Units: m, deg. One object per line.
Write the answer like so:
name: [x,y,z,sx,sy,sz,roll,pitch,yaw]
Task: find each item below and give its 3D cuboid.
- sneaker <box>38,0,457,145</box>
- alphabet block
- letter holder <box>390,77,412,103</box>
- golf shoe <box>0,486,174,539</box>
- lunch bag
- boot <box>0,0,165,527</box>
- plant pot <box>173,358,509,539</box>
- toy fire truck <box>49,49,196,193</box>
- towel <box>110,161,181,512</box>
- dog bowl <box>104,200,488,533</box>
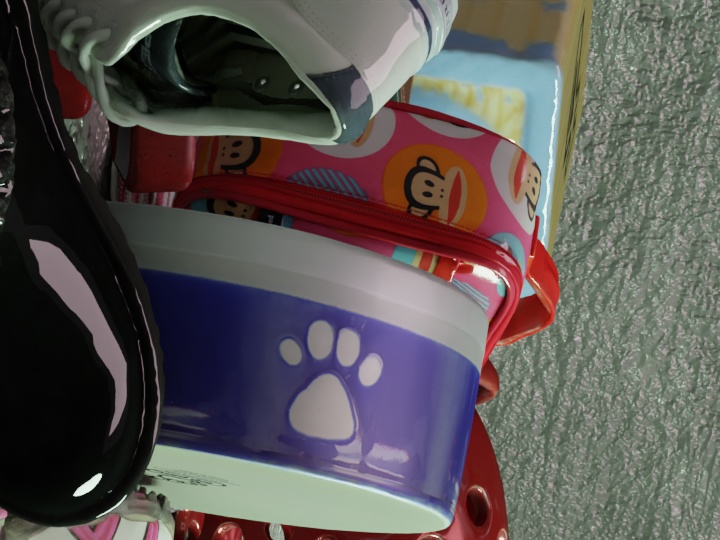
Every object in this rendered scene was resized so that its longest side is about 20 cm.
sneaker: [-0.069,-0.083,0.673,0.071,0.199,0.073,-53,136,-34]
alphabet block: [0.044,-0.124,1.362,0.201,0.194,0.197,-74,171,-47]
letter holder: [-0.018,-0.193,1.137,0.200,0.100,0.143,86,13,-57]
golf shoe: [-0.126,0.117,0.739,0.200,0.072,0.093,5,81,-67]
lunch bag: [0.000,0.000,0.943,0.200,0.175,0.082,112,-10,-62]
boot: [-0.124,-0.005,0.596,0.158,0.079,0.212,-72,145,-74]
plant pot: [-0.011,0.127,1.220,0.200,0.199,0.184,67,26,-74]
toy fire truck: [-0.079,-0.140,0.835,0.168,0.111,0.201,-125,-144,-70]
towel: [-0.105,0.030,1.061,0.200,0.030,0.147,74,23,-72]
dog bowl: [-0.057,0.040,0.783,0.200,0.199,0.079,66,32,-75]
